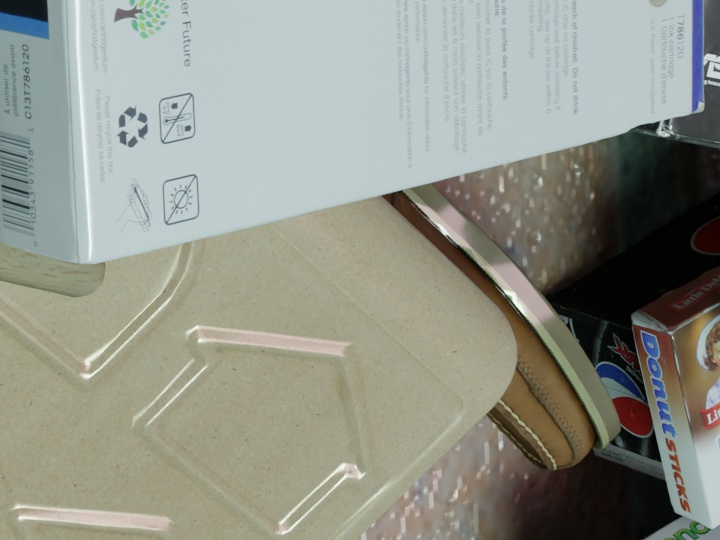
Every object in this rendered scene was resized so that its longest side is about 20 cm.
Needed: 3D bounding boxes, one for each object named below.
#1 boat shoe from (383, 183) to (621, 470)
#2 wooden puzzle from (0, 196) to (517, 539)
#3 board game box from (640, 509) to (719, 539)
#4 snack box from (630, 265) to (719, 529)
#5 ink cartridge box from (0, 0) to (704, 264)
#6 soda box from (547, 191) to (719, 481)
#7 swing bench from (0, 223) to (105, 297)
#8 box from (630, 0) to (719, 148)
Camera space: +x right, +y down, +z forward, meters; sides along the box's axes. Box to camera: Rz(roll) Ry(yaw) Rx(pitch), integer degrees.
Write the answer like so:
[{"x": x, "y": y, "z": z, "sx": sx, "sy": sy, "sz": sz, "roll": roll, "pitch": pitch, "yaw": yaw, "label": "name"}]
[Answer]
[{"x": 0.000, "y": 0.000, "z": 0.875, "sx": 0.068, "sy": 0.072, "sz": 0.200, "roll": -46, "pitch": 112, "yaw": -10, "label": "boat shoe"}, {"x": -0.079, "y": 0.036, "z": 0.800, "sx": 0.200, "sy": 0.046, "sz": 0.185, "roll": -47, "pitch": 122, "yaw": 2, "label": "wooden puzzle"}, {"x": 0.121, "y": 0.157, "z": 0.963, "sx": 0.126, "sy": 0.035, "sz": 0.201, "roll": -27, "pitch": 137, "yaw": -26, "label": "board game box"}, {"x": 0.176, "y": 0.007, "z": 0.925, "sx": 0.199, "sy": 0.024, "sz": 0.072, "roll": -27, "pitch": 116, "yaw": -26, "label": "snack box"}, {"x": 0.002, "y": -0.069, "z": 0.658, "sx": 0.199, "sy": 0.039, "sz": 0.100, "roll": -13, "pitch": 108, "yaw": -40, "label": "ink cartridge box"}, {"x": 0.164, "y": -0.003, "z": 0.974, "sx": 0.200, "sy": 0.071, "sz": 0.064, "roll": -30, "pitch": 115, "yaw": -25, "label": "soda box"}, {"x": -0.186, "y": -0.046, "z": 0.613, "sx": 0.200, "sy": 0.198, "sz": 0.130, "roll": -28, "pitch": 120, "yaw": -65, "label": "swing bench"}, {"x": 0.110, "y": -0.061, "z": 0.852, "sx": 0.199, "sy": 0.193, "sz": 0.048, "roll": 8, "pitch": 99, "yaw": -33, "label": "box"}]
